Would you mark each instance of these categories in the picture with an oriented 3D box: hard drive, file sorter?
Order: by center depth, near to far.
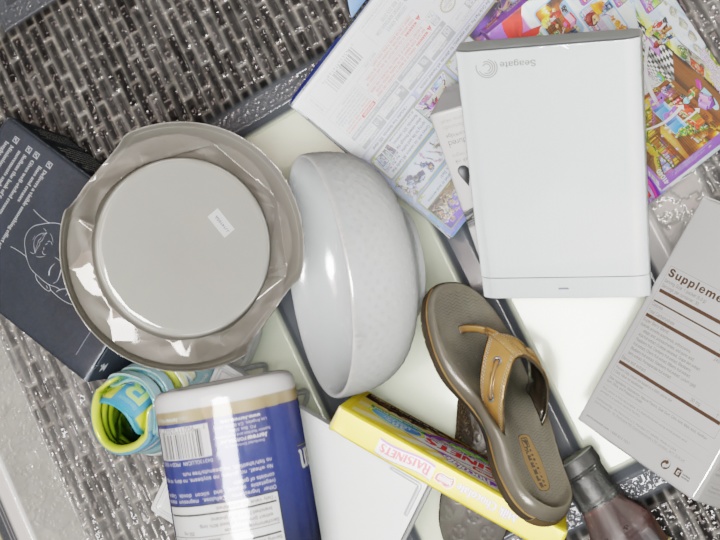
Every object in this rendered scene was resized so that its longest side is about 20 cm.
[{"bbox_3d":[0.147,-0.073,0.792,0.130,0.027,0.203,-1,117,18],"label":"hard drive"},{"bbox_3d":[-0.048,0.183,0.916,0.198,0.124,0.140,28,96,12],"label":"file sorter"}]

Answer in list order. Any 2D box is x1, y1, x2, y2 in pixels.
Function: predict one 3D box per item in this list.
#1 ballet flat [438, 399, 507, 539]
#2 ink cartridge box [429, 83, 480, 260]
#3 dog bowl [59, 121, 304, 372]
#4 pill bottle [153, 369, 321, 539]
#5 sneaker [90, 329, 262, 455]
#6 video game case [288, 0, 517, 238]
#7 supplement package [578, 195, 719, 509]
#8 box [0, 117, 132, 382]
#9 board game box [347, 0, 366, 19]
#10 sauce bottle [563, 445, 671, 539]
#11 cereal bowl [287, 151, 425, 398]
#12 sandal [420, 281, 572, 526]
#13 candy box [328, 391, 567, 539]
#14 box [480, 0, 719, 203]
[{"bbox_3d":[0.105,0.154,0.927,0.066,0.046,0.203,3,94,9],"label":"ballet flat"},{"bbox_3d":[0.144,-0.060,0.858,0.114,0.068,0.202,-13,114,22],"label":"ink cartridge box"},{"bbox_3d":[-0.147,-0.018,0.876,0.197,0.059,0.204,1,86,-17],"label":"dog bowl"},{"bbox_3d":[-0.088,0.184,0.806,0.109,0.111,0.203,-10,88,12],"label":"pill bottle"},{"bbox_3d":[-0.162,0.085,0.942,0.079,0.130,0.202,32,95,13],"label":"sneaker"},{"bbox_3d":[0.069,-0.163,0.903,0.181,0.045,0.201,38,96,-13],"label":"video game case"},{"bbox_3d":[0.286,0.069,0.824,0.119,0.121,0.202,34,97,45],"label":"supplement package"},{"bbox_3d":[-0.265,-0.019,0.980,0.199,0.107,0.149,36,96,12],"label":"box"},{"bbox_3d":[0.083,-0.254,0.930,0.197,0.039,0.161,-7,103,-7],"label":"board game box"},{"bbox_3d":[0.231,0.241,0.882,0.066,0.066,0.201,-37,80,9],"label":"sauce bottle"},{"bbox_3d":[0.000,0.000,0.881,0.082,0.200,0.203,-7,87,-17],"label":"cereal bowl"},{"bbox_3d":[0.112,0.093,0.810,0.055,0.081,0.202,-47,56,46],"label":"sandal"},{"bbox_3d":[0.074,0.158,0.857,0.198,0.102,0.027,28,98,9],"label":"candy box"},{"bbox_3d":[0.211,-0.160,0.871,0.136,0.039,0.201,-37,104,9],"label":"box"}]
